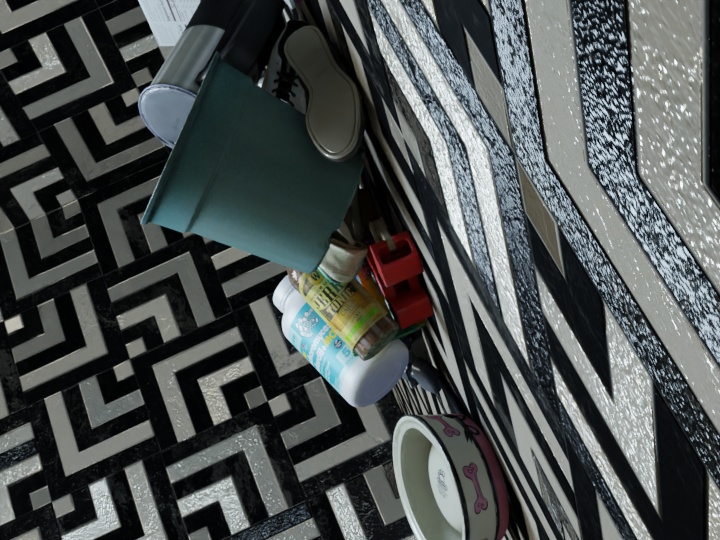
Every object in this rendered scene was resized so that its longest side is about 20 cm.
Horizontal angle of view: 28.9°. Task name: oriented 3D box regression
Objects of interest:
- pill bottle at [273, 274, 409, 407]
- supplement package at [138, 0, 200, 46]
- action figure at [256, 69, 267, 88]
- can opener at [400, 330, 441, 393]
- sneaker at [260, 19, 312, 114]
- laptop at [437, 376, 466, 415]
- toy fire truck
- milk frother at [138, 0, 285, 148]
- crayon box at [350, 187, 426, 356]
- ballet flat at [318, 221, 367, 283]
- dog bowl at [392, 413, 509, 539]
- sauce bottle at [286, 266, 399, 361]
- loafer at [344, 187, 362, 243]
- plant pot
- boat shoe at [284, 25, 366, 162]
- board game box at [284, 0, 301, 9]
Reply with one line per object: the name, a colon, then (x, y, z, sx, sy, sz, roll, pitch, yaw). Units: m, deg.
pill bottle: (-0.034, 0.085, 1.923, 0.200, 0.111, 0.111, 43, 167, 27)
supplement package: (-0.223, -0.420, 1.854, 0.156, 0.109, 0.203, 78, -166, -74)
action figure: (-0.117, -0.283, 1.832, 0.201, 0.101, 0.120, -115, 14, -51)
can opener: (0.075, 0.093, 1.945, 0.066, 0.053, 0.201, 22, 147, 36)
sneaker: (-0.093, -0.204, 1.637, 0.080, 0.073, 0.203, 99, 180, -68)
laptop: (0.120, 0.280, 1.900, 0.177, 0.102, 0.202, -123, 10, -68)
toy fire truck: (0.037, -0.011, 1.663, 0.201, 0.048, 0.142, -116, 4, -56)
milk frother: (-0.204, -0.278, 1.655, 0.198, 0.190, 0.181, 27, 146, -4)
crayon box: (0.000, 0.000, 1.812, 0.118, 0.058, 0.202, -18, -98, -60)
ballet flat: (-0.069, -0.069, 1.635, 0.200, 0.063, 0.067, 42, -152, 9)
dog bowl: (0.114, 0.269, 1.740, 0.200, 0.073, 0.203, 166, 90, -70)
sauce bottle: (-0.042, 0.018, 1.669, 0.200, 0.065, 0.065, 44, 173, 10)
loafer: (-0.033, -0.086, 1.686, 0.076, 0.066, 0.203, -97, 5, -64)
plant pot: (-0.110, -0.104, 1.514, 0.194, 0.203, 0.200, 24, -176, -9)
boat shoe: (-0.028, -0.180, 1.470, 0.057, 0.066, 0.201, 46, -162, -47)
board game box: (-0.120, -0.412, 1.587, 0.200, 0.026, 0.202, -121, 8, -65)
